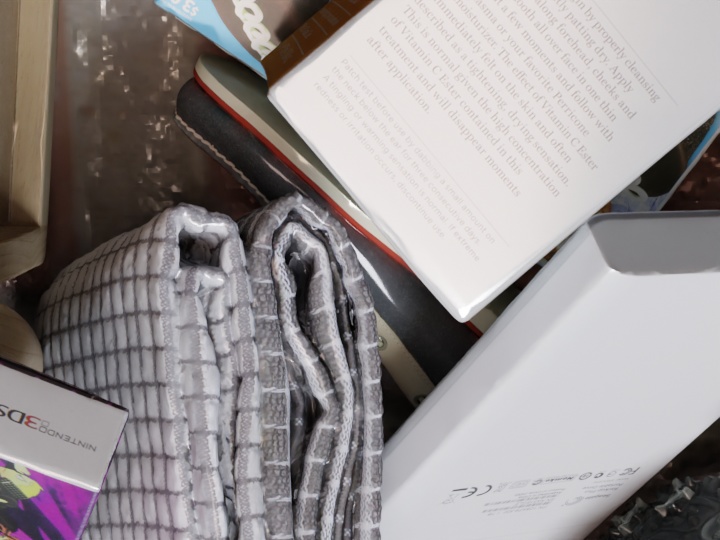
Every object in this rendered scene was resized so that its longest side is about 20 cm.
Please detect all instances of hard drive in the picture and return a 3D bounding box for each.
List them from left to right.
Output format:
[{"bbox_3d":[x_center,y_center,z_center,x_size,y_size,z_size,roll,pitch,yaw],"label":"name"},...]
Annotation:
[{"bbox_3d":[0.081,0.046,0.761,0.132,0.027,0.200,-3,147,-35],"label":"hard drive"}]

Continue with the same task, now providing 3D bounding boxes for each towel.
[{"bbox_3d":[-0.051,0.083,0.761,0.085,0.166,0.200,-4,84,-26],"label":"towel"}]

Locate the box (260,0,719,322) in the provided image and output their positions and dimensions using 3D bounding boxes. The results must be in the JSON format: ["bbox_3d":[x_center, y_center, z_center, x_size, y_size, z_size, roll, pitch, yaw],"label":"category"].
[{"bbox_3d":[0.073,-0.091,0.700,0.200,0.124,0.098,-40,99,3],"label":"box"}]

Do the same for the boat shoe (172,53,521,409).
[{"bbox_3d":[0.000,0.000,0.810,0.200,0.071,0.063,42,109,-15],"label":"boat shoe"}]

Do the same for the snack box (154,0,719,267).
[{"bbox_3d":[0.039,-0.092,0.788,0.200,0.037,0.116,33,106,-8],"label":"snack box"}]

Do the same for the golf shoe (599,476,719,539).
[{"bbox_3d":[0.152,0.118,0.791,0.094,0.078,0.200,43,133,-13],"label":"golf shoe"}]

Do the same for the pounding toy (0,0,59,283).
[{"bbox_3d":[-0.187,-0.066,0.750,0.142,0.200,0.185,4,95,2],"label":"pounding toy"}]

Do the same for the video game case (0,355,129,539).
[{"bbox_3d":[-0.182,0.072,0.701,0.181,0.036,0.200,21,144,-6],"label":"video game case"}]

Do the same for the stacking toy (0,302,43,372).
[{"bbox_3d":[-0.168,0.109,0.825,0.085,0.085,0.200,8,123,1],"label":"stacking toy"}]
